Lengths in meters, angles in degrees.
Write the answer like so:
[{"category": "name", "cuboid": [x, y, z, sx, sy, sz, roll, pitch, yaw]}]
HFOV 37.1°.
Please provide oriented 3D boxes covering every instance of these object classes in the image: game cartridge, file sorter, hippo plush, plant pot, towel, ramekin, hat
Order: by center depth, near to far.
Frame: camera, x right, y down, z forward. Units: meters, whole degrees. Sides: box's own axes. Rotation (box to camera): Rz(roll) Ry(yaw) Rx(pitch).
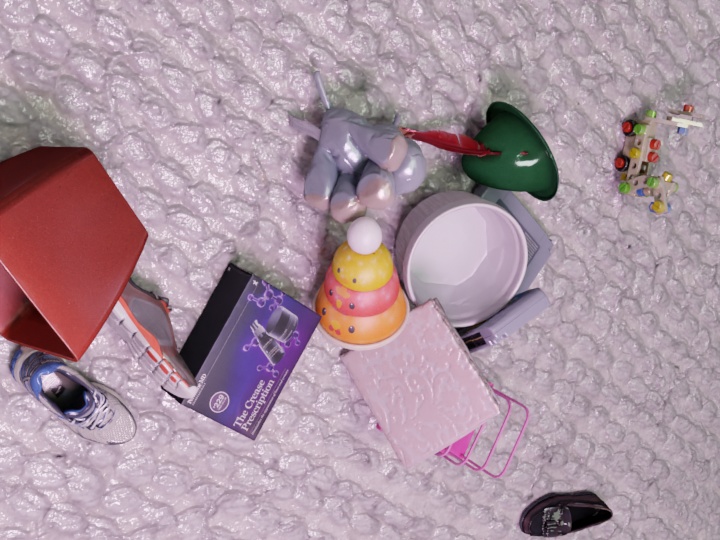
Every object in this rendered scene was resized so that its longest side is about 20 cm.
[{"category": "plant pot", "cuboid": [-0.371, -0.038, 1.260, 0.177, 0.198, 0.202, -48, 125, -28]}, {"category": "hippo plush", "cuboid": [0.003, -0.152, 1.529, 0.161, 0.199, 0.160, -57, 155, 15]}, {"category": "towel", "cuboid": [0.089, 0.169, 1.604, 0.202, 0.190, 0.032, 59, 25, 6]}, {"category": "hat", "cuboid": [0.175, -0.149, 1.638, 0.175, 0.200, 0.167, -32, 146, -16]}, {"category": "ramekin", "cuboid": [0.147, -0.026, 1.642, 0.197, 0.105, 0.203, -7, 115, -15]}, {"category": "game cartridge", "cuboid": [0.215, 0.083, 1.700, 0.132, 0.200, 0.041, -29, 88, -24]}, {"category": "file sorter", "cuboid": [0.156, 0.237, 1.733, 0.198, 0.125, 0.141, 25, 89, -37]}, {"category": "game cartridge", "cuboid": [0.231, -0.049, 1.764, 0.134, 0.041, 0.200, -51, 125, -7]}]

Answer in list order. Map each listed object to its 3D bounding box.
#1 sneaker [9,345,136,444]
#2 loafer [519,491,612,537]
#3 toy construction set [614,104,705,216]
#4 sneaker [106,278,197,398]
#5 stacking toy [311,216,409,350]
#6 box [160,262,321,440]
[{"category": "sneaker", "cuboid": [-0.362, 0.175, 1.380, 0.200, 0.085, 0.078, 42, 78, -36]}, {"category": "loafer", "cuboid": [0.386, 0.455, 1.991, 0.197, 0.063, 0.073, -5, 105, -34]}, {"category": "toy construction set", "cuboid": [0.513, -0.200, 1.860, 0.091, 0.130, 0.203, 23, 89, -37]}, {"category": "sneaker", "cuboid": [-0.266, 0.075, 1.403, 0.082, 0.077, 0.201, -43, 103, -31]}, {"category": "stacking toy", "cuboid": [0.000, 0.000, 1.511, 0.145, 0.146, 0.202, -30, 143, -25]}, {"category": "box", "cuboid": [-0.166, 0.114, 1.507, 0.140, 0.079, 0.202, 32, 84, -34]}]
